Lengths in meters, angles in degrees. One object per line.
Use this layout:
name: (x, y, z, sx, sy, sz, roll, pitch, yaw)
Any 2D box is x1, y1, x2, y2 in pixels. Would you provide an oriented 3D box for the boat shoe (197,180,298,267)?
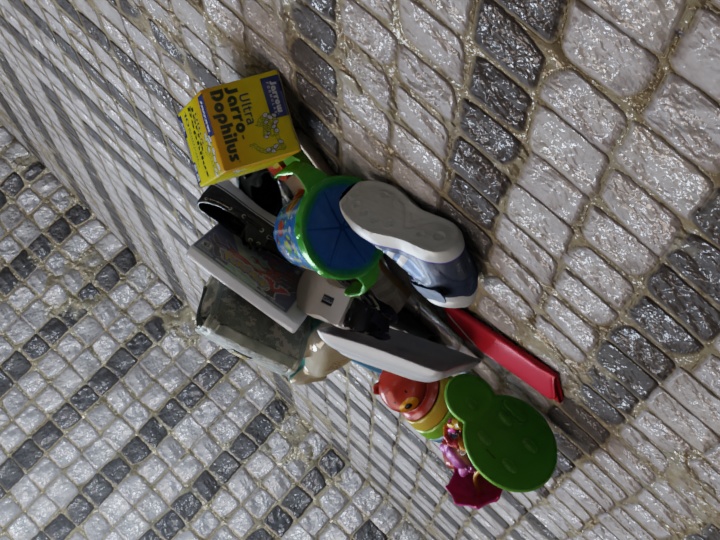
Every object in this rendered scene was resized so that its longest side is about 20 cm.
boat shoe: (-0.165, -0.062, 1.720, 0.199, 0.057, 0.069, 38, 150, 9)

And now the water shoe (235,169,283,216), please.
water shoe: (-0.160, -0.104, 1.770, 0.079, 0.071, 0.201, 58, 164, 33)

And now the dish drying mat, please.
dish drying mat: (0.195, 0.111, 1.541, 0.199, 0.018, 0.077, 36, 162, 34)

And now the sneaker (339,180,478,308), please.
sneaker: (0.064, -0.020, 1.422, 0.199, 0.081, 0.147, 28, 154, 35)

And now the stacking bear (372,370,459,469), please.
stacking bear: (0.110, 0.209, 1.759, 0.199, 0.121, 0.115, 33, -151, -31)

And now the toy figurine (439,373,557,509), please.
toy figurine: (0.172, 0.277, 1.681, 0.200, 0.150, 0.185, 46, 143, 11)

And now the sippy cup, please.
sippy cup: (-0.050, -0.055, 1.509, 0.130, 0.138, 0.181, -3, 87, 61)

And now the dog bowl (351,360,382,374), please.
dog bowl: (-0.021, 0.120, 1.960, 0.198, 0.050, 0.112, 27, -173, -3)

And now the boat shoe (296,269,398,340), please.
boat shoe: (-0.021, 0.053, 1.638, 0.092, 0.075, 0.200, 23, -174, -28)

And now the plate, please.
plate: (0.057, 0.121, 1.628, 0.198, 0.033, 0.199, 17, -173, 22)

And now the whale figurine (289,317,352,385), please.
whale figurine: (-0.057, 0.109, 1.853, 0.104, 0.158, 0.201, 60, 136, 25)

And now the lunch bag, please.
lunch bag: (-0.166, 0.075, 1.735, 0.163, 0.118, 0.201, 28, -158, -14)

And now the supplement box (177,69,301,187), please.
supplement box: (-0.167, -0.186, 1.502, 0.200, 0.108, 0.110, 173, 79, -72)

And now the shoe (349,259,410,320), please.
shoe: (0.000, 0.000, 1.656, 0.200, 0.054, 0.070, 44, 162, -30)

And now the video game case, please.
video game case: (-0.154, 0.000, 1.718, 0.199, 0.023, 0.182, 36, -158, 0)

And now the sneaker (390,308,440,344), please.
sneaker: (0.077, 0.134, 1.822, 0.106, 0.075, 0.201, 36, 163, 25)

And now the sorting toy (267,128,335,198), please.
sorting toy: (-0.079, -0.128, 1.623, 0.186, 0.036, 0.199, 52, 165, -24)
